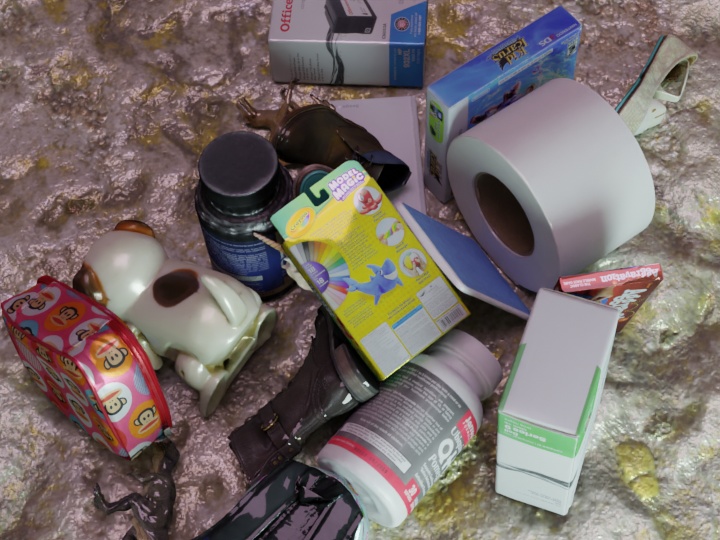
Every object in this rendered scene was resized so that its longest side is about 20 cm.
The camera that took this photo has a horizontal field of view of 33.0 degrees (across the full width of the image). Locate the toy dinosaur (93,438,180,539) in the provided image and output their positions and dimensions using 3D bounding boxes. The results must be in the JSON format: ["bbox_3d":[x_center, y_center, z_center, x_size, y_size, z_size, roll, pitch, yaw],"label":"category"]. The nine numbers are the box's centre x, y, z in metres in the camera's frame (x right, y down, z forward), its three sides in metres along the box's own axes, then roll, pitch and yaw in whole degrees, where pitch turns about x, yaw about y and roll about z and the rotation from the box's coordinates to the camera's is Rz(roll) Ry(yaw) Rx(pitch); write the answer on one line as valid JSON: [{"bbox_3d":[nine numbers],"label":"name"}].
[{"bbox_3d":[-0.229,0.260,1.251,0.088,0.048,0.201,-1,62,-6],"label":"toy dinosaur"}]

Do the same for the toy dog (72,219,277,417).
[{"bbox_3d":[-0.211,0.038,1.304,0.199,0.194,0.140,31,73,10],"label":"toy dog"}]

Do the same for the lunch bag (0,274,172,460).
[{"bbox_3d":[-0.282,0.111,1.266,0.082,0.177,0.200,-37,42,-27],"label":"lunch bag"}]

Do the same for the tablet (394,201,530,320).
[{"bbox_3d":[0.116,-0.006,1.324,0.014,0.200,0.130,-44,61,15],"label":"tablet"}]

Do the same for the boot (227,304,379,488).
[{"bbox_3d":[-0.074,0.132,1.296,0.174,0.069,0.200,-39,22,6],"label":"boot"}]

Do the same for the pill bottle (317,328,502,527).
[{"bbox_3d":[0.057,0.157,1.263,0.110,0.111,0.200,34,66,20],"label":"pill bottle"}]

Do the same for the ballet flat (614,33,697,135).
[{"bbox_3d":[0.363,-0.218,1.510,0.062,0.068,0.200,31,65,8],"label":"ballet flat"}]

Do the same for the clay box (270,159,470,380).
[{"bbox_3d":[0.007,-0.002,1.243,0.115,0.048,0.200,-36,89,-9],"label":"clay box"}]

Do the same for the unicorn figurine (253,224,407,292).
[{"bbox_3d":[0.000,0.000,1.316,0.137,0.200,0.074,-40,34,-11],"label":"unicorn figurine"}]

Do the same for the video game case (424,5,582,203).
[{"bbox_3d":[0.165,-0.192,1.431,0.200,0.182,0.045,-33,64,-17],"label":"video game case"}]

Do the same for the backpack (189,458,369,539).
[{"bbox_3d":[-0.081,0.279,1.178,0.167,0.127,0.200,36,81,8],"label":"backpack"}]

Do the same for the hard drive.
[{"bbox_3d":[0.010,-0.123,1.485,0.131,0.026,0.201,-4,59,0],"label":"hard drive"}]

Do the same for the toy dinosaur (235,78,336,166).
[{"bbox_3d":[-0.074,-0.167,1.490,0.101,0.058,0.200,-53,52,13],"label":"toy dinosaur"}]

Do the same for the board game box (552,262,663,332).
[{"bbox_3d":[0.244,0.038,1.278,0.102,0.200,0.020,-9,72,-3],"label":"board game box"}]

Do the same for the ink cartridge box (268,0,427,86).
[{"bbox_3d":[-0.013,-0.320,1.571,0.199,0.084,0.146,2,59,3],"label":"ink cartridge box"}]

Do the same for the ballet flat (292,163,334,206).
[{"bbox_3d":[-0.023,-0.057,1.361,0.068,0.200,0.067,-39,40,0],"label":"ballet flat"}]

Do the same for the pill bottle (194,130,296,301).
[{"bbox_3d":[-0.123,-0.060,1.348,0.111,0.200,0.112,-1,59,2],"label":"pill bottle"}]

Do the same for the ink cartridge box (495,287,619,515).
[{"bbox_3d":[0.193,0.136,1.221,0.084,0.200,0.146,16,60,14],"label":"ink cartridge box"}]

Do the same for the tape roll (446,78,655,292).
[{"bbox_3d":[0.210,-0.095,1.359,0.139,0.203,0.203,-33,63,-16],"label":"tape roll"}]

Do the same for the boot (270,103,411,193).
[{"bbox_3d":[-0.017,-0.134,1.374,0.097,0.200,0.075,32,107,23],"label":"boot"}]
